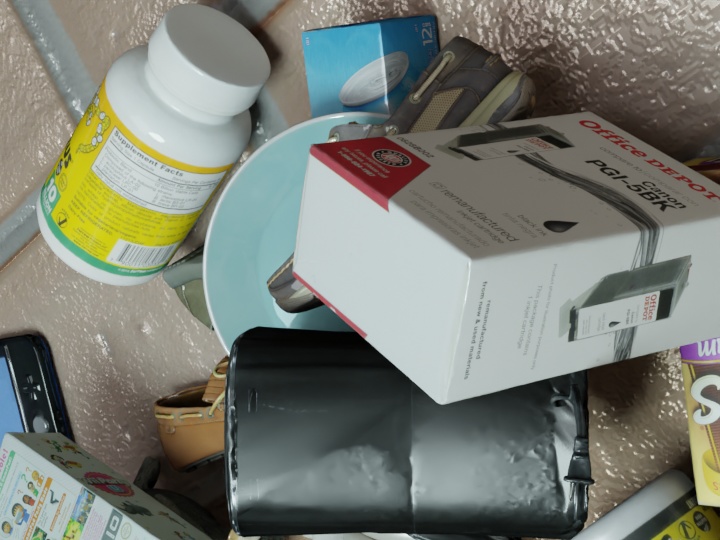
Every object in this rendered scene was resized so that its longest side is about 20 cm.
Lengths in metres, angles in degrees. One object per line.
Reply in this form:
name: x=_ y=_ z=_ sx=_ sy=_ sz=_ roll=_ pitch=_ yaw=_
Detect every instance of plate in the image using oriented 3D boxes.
plate: x=0.000 y=0.000 z=0.929 sx=0.200 sy=0.026 sz=0.200 roll=1 pitch=97 yaw=7

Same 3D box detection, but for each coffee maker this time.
coffee maker: x=0.026 y=0.084 z=0.825 sx=0.200 sy=0.192 sz=0.135 roll=-1 pitch=69 yaw=6

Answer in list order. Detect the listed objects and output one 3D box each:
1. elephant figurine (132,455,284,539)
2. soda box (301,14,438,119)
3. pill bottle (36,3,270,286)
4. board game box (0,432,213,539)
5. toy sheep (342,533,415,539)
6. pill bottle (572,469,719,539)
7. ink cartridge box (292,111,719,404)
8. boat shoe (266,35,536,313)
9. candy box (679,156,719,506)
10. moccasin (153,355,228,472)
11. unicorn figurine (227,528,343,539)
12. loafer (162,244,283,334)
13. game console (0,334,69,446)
elephant figurine: x=-0.118 y=0.230 z=1.122 sx=0.200 sy=0.142 sz=0.155 roll=-19 pitch=104 yaw=46
soda box: x=0.017 y=-0.065 z=0.976 sx=0.068 sy=0.064 sz=0.200 roll=1 pitch=103 yaw=38
pill bottle: x=-0.148 y=-0.091 z=1.068 sx=0.113 sy=0.113 sz=0.200 roll=51 pitch=127 yaw=16
board game box: x=-0.199 y=0.226 z=1.071 sx=0.200 sy=0.064 sz=0.148 roll=28 pitch=100 yaw=30
toy sheep: x=0.051 y=0.163 z=0.969 sx=0.138 sy=0.138 sz=0.200 roll=9 pitch=96 yaw=37
pill bottle: x=0.205 y=0.228 z=0.873 sx=0.200 sy=0.112 sz=0.112 roll=54 pitch=128 yaw=13
ink cartridge box: x=0.087 y=-0.016 z=0.785 sx=0.147 sy=0.200 sz=0.083 roll=39 pitch=129 yaw=45
boat shoe: x=0.015 y=-0.058 z=0.880 sx=0.200 sy=0.074 sz=0.073 roll=-44 pitch=79 yaw=1
candy box: x=0.242 y=0.035 z=0.830 sx=0.117 sy=0.056 sz=0.200 roll=-2 pitch=101 yaw=38
moccasin: x=-0.086 y=0.090 z=1.099 sx=0.201 sy=0.074 sz=0.078 roll=-26 pitch=93 yaw=49
unicorn figurine: x=-0.015 y=0.207 z=1.037 sx=0.074 sy=0.137 sz=0.200 roll=-46 pitch=49 yaw=40
loafer: x=-0.074 y=0.005 z=1.049 sx=0.070 sy=0.075 sz=0.200 roll=61 pitch=154 yaw=-8
game console: x=-0.361 y=0.159 z=1.300 sx=0.200 sy=0.118 sz=0.171 roll=-10 pitch=96 yaw=39
